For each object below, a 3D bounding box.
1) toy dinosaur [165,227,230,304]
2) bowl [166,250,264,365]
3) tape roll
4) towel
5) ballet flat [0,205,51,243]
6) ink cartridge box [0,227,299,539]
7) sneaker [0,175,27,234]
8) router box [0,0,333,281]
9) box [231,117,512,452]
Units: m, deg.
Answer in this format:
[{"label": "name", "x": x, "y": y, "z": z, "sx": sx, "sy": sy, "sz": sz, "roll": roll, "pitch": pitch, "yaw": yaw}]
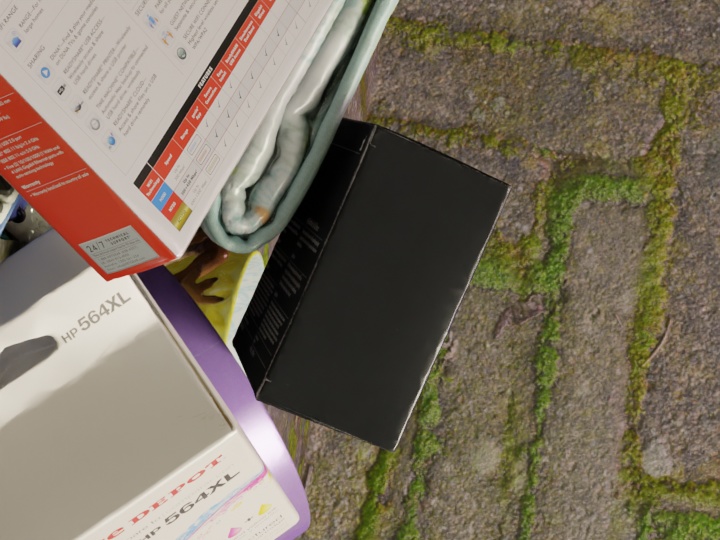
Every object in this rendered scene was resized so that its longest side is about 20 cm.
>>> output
[{"label": "toy dinosaur", "x": -0.096, "y": -0.021, "z": 1.268, "sx": 0.200, "sy": 0.060, "sz": 0.106, "roll": -35, "pitch": -166, "yaw": 23}, {"label": "bowl", "x": -0.133, "y": 0.078, "z": 1.428, "sx": 0.200, "sy": 0.107, "sz": 0.201, "roll": 9, "pitch": 90, "yaw": -85}, {"label": "tape roll", "x": -0.110, "y": 0.080, "z": 1.223, "sx": 0.066, "sy": 0.200, "sz": 0.200, "roll": -32, "pitch": 157, "yaw": -16}, {"label": "towel", "x": -0.025, "y": -0.105, "z": 1.099, "sx": 0.201, "sy": 0.048, "sz": 0.171, "roll": -60, "pitch": -173, "yaw": 1}, {"label": "ballet flat", "x": -0.149, "y": -0.051, "z": 1.142, "sx": 0.200, "sy": 0.071, "sz": 0.072, "roll": -51, "pitch": 149, "yaw": -82}, {"label": "ink cartridge box", "x": -0.125, "y": 0.077, "z": 0.964, "sx": 0.125, "sy": 0.128, "sz": 0.200, "roll": 53, "pitch": -5, "yaw": 19}, {"label": "sneaker", "x": -0.171, "y": -0.038, "z": 0.940, "sx": 0.200, "sy": 0.078, "sz": 0.089, "roll": -76, "pitch": 171, "yaw": -48}, {"label": "router box", "x": -0.102, "y": -0.130, "z": 0.883, "sx": 0.180, "sy": 0.049, "sz": 0.200, "roll": 48, "pitch": 50, "yaw": -25}, {"label": "box", "x": 0.000, "y": 0.000, "z": 1.102, "sx": 0.200, "sy": 0.079, "sz": 0.142, "roll": -138, "pitch": -111, "yaw": -81}]
